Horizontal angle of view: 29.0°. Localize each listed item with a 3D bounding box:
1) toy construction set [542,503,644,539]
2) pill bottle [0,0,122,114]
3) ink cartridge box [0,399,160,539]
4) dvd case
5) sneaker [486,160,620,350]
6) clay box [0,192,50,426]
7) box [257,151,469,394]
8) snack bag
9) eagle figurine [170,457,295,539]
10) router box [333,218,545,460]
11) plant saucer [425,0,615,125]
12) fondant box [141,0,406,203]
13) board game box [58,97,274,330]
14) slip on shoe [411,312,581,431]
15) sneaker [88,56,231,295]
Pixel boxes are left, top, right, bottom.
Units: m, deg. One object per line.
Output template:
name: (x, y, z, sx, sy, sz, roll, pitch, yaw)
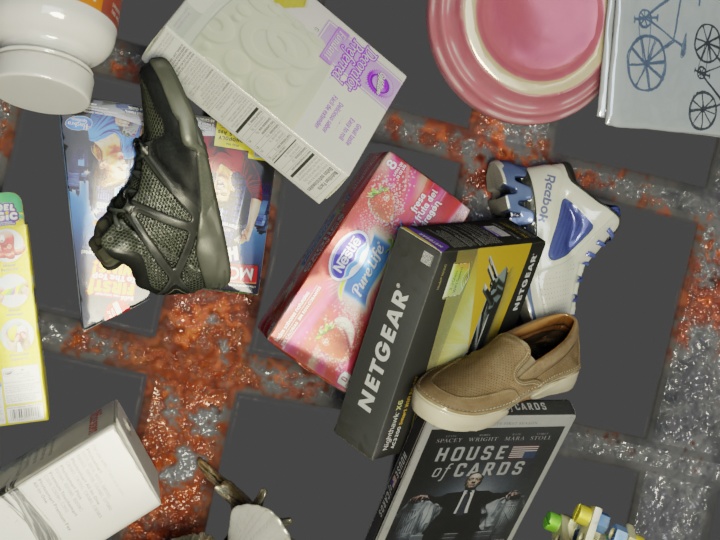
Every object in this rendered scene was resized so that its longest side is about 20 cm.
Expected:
toy construction set: (0.181, 0.309, 1.300, 0.092, 0.131, 0.201, 37, 87, -10)
pill bottle: (-0.253, -0.240, 1.167, 0.110, 0.112, 0.203, 8, 75, -11)
ink cartridge box: (-0.275, 0.205, 1.200, 0.198, 0.146, 0.085, -31, 98, -7)
dvd case: (0.094, 0.194, 1.260, 0.148, 0.025, 0.202, 1, 131, -23)
sneaker: (0.193, -0.014, 1.307, 0.113, 0.081, 0.202, -12, 94, -7)
clay box: (-0.341, 0.036, 1.227, 0.113, 0.048, 0.203, -6, 94, -10)
box: (0.000, 0.000, 1.261, 0.095, 0.100, 0.201, 34, 88, -10)
snack bag: (0.312, -0.224, 1.324, 0.197, 0.021, 0.192, 3, 92, -29)
eagle figurine: (-0.139, 0.292, 1.235, 0.200, 0.151, 0.152, -48, 133, -26)
router box: (0.071, 0.057, 1.230, 0.156, 0.052, 0.202, -7, 122, -49)
plant saucer: (0.161, -0.238, 1.301, 0.197, 0.051, 0.204, -1, 94, -10)
fondant box: (-0.072, -0.177, 1.221, 0.199, 0.058, 0.145, 39, 50, -12)
board game box: (-0.184, -0.042, 1.244, 0.197, 0.062, 0.203, 8, 93, -11)
slip on shoe: (0.122, 0.083, 1.193, 0.198, 0.076, 0.061, -10, 124, -40)
sneaker: (-0.179, -0.071, 1.165, 0.113, 0.076, 0.202, -13, 110, -12)
